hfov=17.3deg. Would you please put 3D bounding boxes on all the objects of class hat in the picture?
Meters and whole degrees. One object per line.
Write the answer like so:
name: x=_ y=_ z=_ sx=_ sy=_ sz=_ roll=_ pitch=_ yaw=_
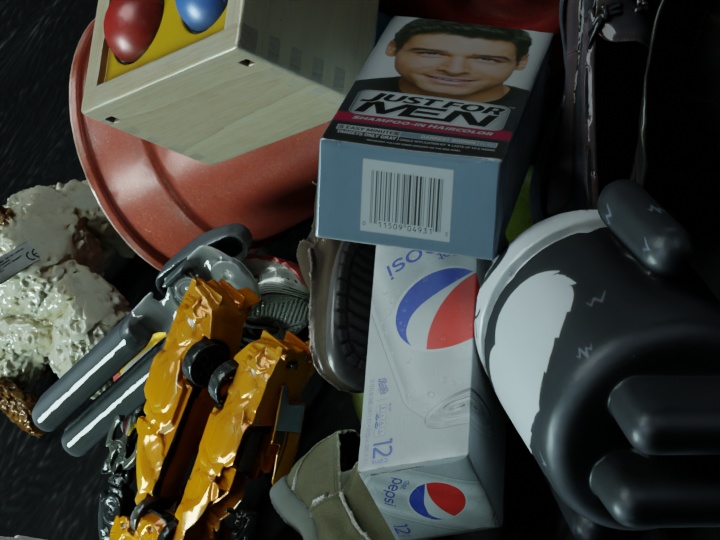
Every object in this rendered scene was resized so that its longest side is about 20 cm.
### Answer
hat: x=0.204 y=-0.117 z=1.283 sx=0.080 sy=0.201 sz=0.202 roll=11 pitch=62 yaw=13

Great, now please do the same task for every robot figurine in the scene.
robot figurine: x=-0.095 y=0.116 z=1.455 sx=0.145 sy=0.058 sz=0.201 roll=36 pitch=113 yaw=41
robot figurine: x=0.130 y=0.051 z=1.195 sx=0.150 sy=0.125 sz=0.200 roll=-43 pitch=32 yaw=9

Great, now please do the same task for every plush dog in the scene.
plush dog: x=-0.246 y=0.021 z=1.766 sx=0.172 sy=0.159 sz=0.201 roll=118 pitch=165 yaw=-47

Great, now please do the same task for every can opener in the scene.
can opener: x=-0.135 y=0.043 z=1.537 sx=0.200 sy=0.053 sz=0.067 roll=-41 pitch=16 yaw=32

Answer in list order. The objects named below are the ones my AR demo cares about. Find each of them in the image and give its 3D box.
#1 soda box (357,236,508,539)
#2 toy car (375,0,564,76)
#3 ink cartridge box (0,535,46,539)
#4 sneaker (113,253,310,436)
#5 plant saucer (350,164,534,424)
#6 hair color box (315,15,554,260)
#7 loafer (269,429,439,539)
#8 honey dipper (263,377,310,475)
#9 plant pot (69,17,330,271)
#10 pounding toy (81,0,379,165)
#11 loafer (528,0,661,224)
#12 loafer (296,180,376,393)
soda box: x=0.043 y=0.046 z=1.296 sx=0.063 sy=0.068 sz=0.201 roll=-10 pitch=46 yaw=17
toy car: x=0.080 y=-0.208 z=1.419 sx=0.200 sy=0.176 sz=0.186 roll=125 pitch=164 yaw=-60
ink cartridge box: x=-0.153 y=0.218 z=1.328 sx=0.068 sy=0.200 sz=0.117 roll=-46 pitch=60 yaw=13
sneaker: x=-0.089 y=0.061 z=1.561 sx=0.200 sy=0.077 sz=0.083 roll=-41 pitch=39 yaw=36
plant saucer: x=0.059 y=0.016 z=1.413 sx=0.199 sy=0.031 sz=0.201 roll=-32 pitch=39 yaw=29
hair color box: x=0.044 y=-0.078 z=1.307 sx=0.200 sy=0.098 sz=0.061 roll=-64 pitch=-21 yaw=-63
loafer: x=0.008 y=0.140 z=1.330 sx=0.070 sy=0.075 sz=0.200 roll=-58 pitch=30 yaw=3
honey dipper: x=-0.018 y=0.039 z=1.508 sx=0.201 sy=0.038 sz=0.038 roll=-54 pitch=30 yaw=-4
plant pot: x=-0.057 y=-0.115 z=1.577 sx=0.194 sy=0.201 sz=0.202 roll=-19 pitch=45 yaw=34
pounding toy: x=-0.096 y=-0.190 z=1.417 sx=0.183 sy=0.142 sz=0.202 roll=-17 pitch=61 yaw=47
loafer: x=0.148 y=-0.111 z=1.335 sx=0.063 sy=0.071 sz=0.202 roll=6 pitch=83 yaw=64
loafer: x=0.000 y=0.000 z=1.421 sx=0.071 sy=0.073 sz=0.201 roll=-39 pitch=30 yaw=39
